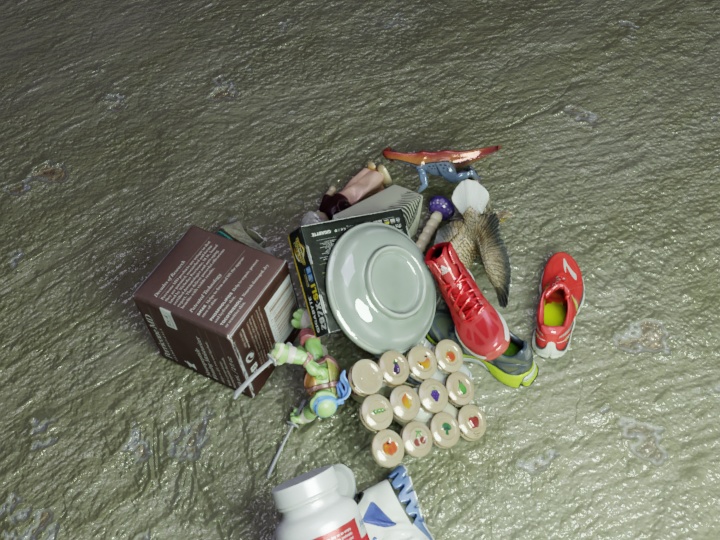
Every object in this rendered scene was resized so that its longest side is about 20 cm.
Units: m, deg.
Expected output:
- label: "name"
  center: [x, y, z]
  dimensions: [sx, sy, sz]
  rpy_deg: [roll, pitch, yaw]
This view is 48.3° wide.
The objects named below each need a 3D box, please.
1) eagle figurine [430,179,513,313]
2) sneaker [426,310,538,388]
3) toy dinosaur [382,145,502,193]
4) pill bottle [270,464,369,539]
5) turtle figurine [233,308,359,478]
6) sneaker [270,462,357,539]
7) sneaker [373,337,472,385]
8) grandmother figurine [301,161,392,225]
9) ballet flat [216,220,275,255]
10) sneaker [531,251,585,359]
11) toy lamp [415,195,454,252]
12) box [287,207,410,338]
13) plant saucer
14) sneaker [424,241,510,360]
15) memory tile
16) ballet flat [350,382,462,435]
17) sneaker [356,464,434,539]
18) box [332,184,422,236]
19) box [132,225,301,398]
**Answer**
- label: "eagle figurine"
  center: [0.193, -0.031, 1.332]
  dimensions: [0.148, 0.153, 0.202]
  rpy_deg: [24, 49, 3]
- label: "sneaker"
  center: [0.185, 0.103, 1.242]
  dimensions: [0.197, 0.082, 0.074]
  rpy_deg: [22, 55, 26]
- label: "toy dinosaur"
  center: [0.136, -0.209, 1.487]
  dimensions: [0.178, 0.202, 0.106]
  rpy_deg: [26, 33, -9]
- label: "pill bottle"
  center: [-0.039, 0.352, 0.982]
  dimensions: [0.110, 0.112, 0.204]
  rpy_deg: [-19, 85, -8]
- label: "turtle figurine"
  center: [-0.103, 0.156, 1.198]
  dimensions: [0.198, 0.144, 0.195]
  rpy_deg: [-36, 24, 17]
- label: "sneaker"
  center: [-0.068, 0.338, 1.078]
  dimensions: [0.073, 0.088, 0.201]
  rpy_deg: [17, 52, 25]
- label: "sneaker"
  center: [0.083, 0.129, 1.244]
  dimensions: [0.197, 0.072, 0.073]
  rpy_deg: [24, 56, 28]
- label: "grandmother figurine"
  center: [-0.030, -0.126, 1.502]
  dimensions: [0.199, 0.061, 0.120]
  rpy_deg: [-39, 26, -19]
- label: "ballet flat"
  center: [-0.187, -0.034, 1.441]
  dimensions: [0.062, 0.069, 0.199]
  rpy_deg: [-27, 49, -27]
- label: "sneaker"
  center: [0.318, 0.042, 1.270]
  dimensions: [0.075, 0.086, 0.203]
  rpy_deg: [6, 50, 14]
- label: "toy lamp"
  center: [0.108, -0.045, 1.403]
  dimensions: [0.057, 0.059, 0.202]
  rpy_deg: [16, 54, 22]
- label: "box"
  center: [0.000, 0.000, 1.223]
  dimensions: [0.196, 0.049, 0.164]
  rpy_deg: [-13, 85, -35]
- label: "plant saucer"
  center: [0.043, 0.022, 1.186]
  dimensions: [0.196, 0.050, 0.206]
  rpy_deg: [10, 71, -30]
- label: "sneaker"
  center: [0.144, 0.038, 1.186]
  dimensions: [0.078, 0.116, 0.201]
  rpy_deg: [-37, 41, 6]
- label: "memory tile"
  center: [0.084, 0.185, 1.147]
  dimensions: [0.196, 0.017, 0.157]
  rpy_deg: [-10, 73, -29]
- label: "ballet flat"
  center: [0.064, 0.193, 1.196]
  dimensions: [0.196, 0.070, 0.070]
  rpy_deg: [17, 53, 23]
- label: "sneaker"
  center: [0.039, 0.361, 1.052]
  dimensions: [0.113, 0.082, 0.201]
  rpy_deg: [-20, 42, -3]
- label: "box"
  center: [0.028, -0.078, 1.381]
  dimensions: [0.067, 0.084, 0.199]
  rpy_deg: [23, 33, 25]
- label: "box"
  center: [-0.221, 0.065, 1.289]
  dimensions: [0.196, 0.168, 0.166]
  rpy_deg: [18, 54, 24]
